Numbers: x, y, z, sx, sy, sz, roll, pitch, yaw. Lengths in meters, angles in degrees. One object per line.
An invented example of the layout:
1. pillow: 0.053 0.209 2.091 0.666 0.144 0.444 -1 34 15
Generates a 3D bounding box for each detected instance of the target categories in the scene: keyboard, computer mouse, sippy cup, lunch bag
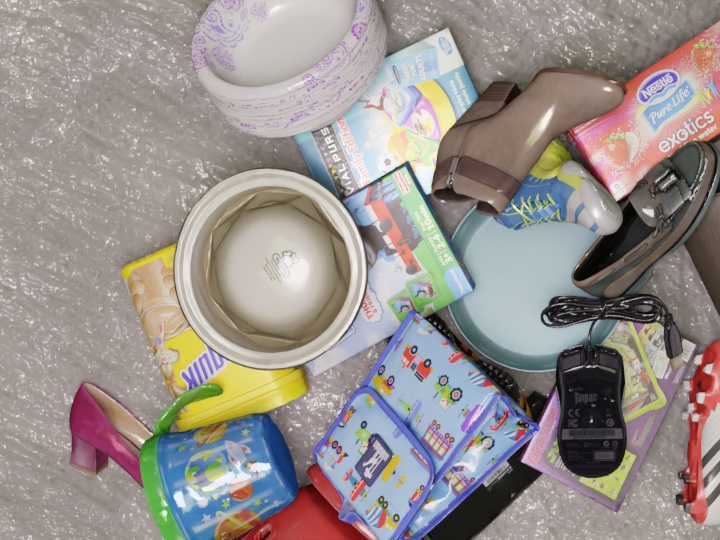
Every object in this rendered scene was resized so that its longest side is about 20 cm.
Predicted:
1. keyboard: 0.135 0.209 1.507 0.200 0.040 0.104 -42 100 -7
2. computer mouse: 0.266 0.112 1.431 0.138 0.046 0.203 -7 105 9
3. sippy cup: -0.137 0.210 1.395 0.129 0.140 0.180 -23 99 6
4. lunch bag: 0.049 0.170 1.355 0.200 0.094 0.150 -49 49 2

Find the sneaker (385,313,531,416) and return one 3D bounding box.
1. sneaker: 0.104 0.116 1.468 0.070 0.090 0.200 -46 49 -8

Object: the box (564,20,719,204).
1. box: 0.318 -0.161 1.432 0.199 0.095 0.100 -33 84 6

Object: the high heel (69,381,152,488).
1. high heel: -0.228 0.188 1.520 0.197 0.067 0.097 13 106 16

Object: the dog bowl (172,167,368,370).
1. dog bowl: -0.087 -0.002 1.407 0.197 0.074 0.203 0 93 6

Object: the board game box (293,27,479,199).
1. board game box: 0.036 -0.147 1.483 0.198 0.047 0.153 -25 92 6

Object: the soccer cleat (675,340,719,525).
1. soccer cleat: 0.389 0.174 1.475 0.084 0.069 0.203 3 98 -5

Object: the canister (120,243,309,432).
1. canister: -0.160 0.065 1.496 0.147 0.087 0.202 -23 91 6

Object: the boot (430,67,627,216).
1. boot: 0.159 -0.123 1.374 0.070 0.199 0.147 39 68 -33

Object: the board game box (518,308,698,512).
1. board game box: 0.267 0.142 1.484 0.119 0.032 0.202 28 87 -2

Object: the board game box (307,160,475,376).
1. board game box: 0.000 0.000 1.461 0.198 0.037 0.152 -29 98 14

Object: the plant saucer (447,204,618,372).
1. plant saucer: 0.188 0.008 1.478 0.197 0.027 0.203 -1 83 8

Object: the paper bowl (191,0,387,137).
1. paper bowl: -0.067 -0.223 1.429 0.198 0.105 0.203 -13 50 16

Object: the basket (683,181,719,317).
1. basket: 0.424 -0.003 1.426 0.178 0.136 0.203 -18 96 1

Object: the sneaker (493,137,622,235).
1. sneaker: 0.192 -0.066 1.400 0.076 0.201 0.105 40 103 -25

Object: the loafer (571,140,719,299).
1. loafer: 0.283 -0.047 1.377 0.062 0.072 0.201 11 126 -29

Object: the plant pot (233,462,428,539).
1. plant pot: -0.033 0.314 1.453 0.200 0.200 0.183 39 88 1
